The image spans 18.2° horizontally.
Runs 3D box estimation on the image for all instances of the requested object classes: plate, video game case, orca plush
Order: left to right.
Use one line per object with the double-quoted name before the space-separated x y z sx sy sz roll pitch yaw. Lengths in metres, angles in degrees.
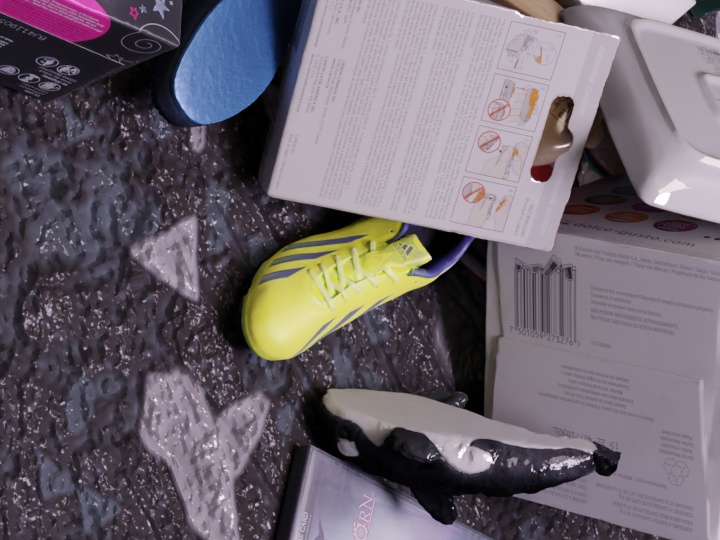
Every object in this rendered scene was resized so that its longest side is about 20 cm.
"video game case" 0.017 0.219 1.500 0.200 0.019 0.143 31 61 -38
"orca plush" 0.068 0.130 1.485 0.199 0.105 0.071 5 110 -9
"plate" 0.246 -0.101 1.507 0.199 0.032 0.200 12 40 -26

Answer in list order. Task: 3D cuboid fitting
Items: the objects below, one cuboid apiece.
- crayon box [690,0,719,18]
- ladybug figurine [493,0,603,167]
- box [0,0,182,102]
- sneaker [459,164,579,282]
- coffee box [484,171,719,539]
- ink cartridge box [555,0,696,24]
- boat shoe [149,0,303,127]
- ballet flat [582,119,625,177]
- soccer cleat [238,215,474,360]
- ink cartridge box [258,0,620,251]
"crayon box" 0.343 -0.307 1.858 0.051 0.127 0.200 47 51 -27
"ladybug figurine" 0.081 -0.138 1.551 0.200 0.072 0.136 38 71 15
"box" -0.213 -0.192 1.274 0.200 0.132 0.115 21 64 -41
"sneaker" 0.097 -0.088 1.605 0.112 0.071 0.201 -19 97 -49
"coffee box" 0.221 0.053 1.567 0.198 0.199 0.201 -19 115 -48
"ink cartridge box" 0.128 -0.248 1.605 0.086 0.146 0.200 -42 114 -12
"boat shoe" -0.085 -0.158 1.445 0.200 0.068 0.084 -55 132 -42
"ballet flat" 0.200 -0.146 1.676 0.068 0.067 0.200 45 30 -24
"soccer cleat" 0.000 -0.001 1.481 0.200 0.084 0.065 -31 104 -44
"ink cartridge box" 0.048 -0.108 1.458 0.199 0.050 0.161 10 115 -14
